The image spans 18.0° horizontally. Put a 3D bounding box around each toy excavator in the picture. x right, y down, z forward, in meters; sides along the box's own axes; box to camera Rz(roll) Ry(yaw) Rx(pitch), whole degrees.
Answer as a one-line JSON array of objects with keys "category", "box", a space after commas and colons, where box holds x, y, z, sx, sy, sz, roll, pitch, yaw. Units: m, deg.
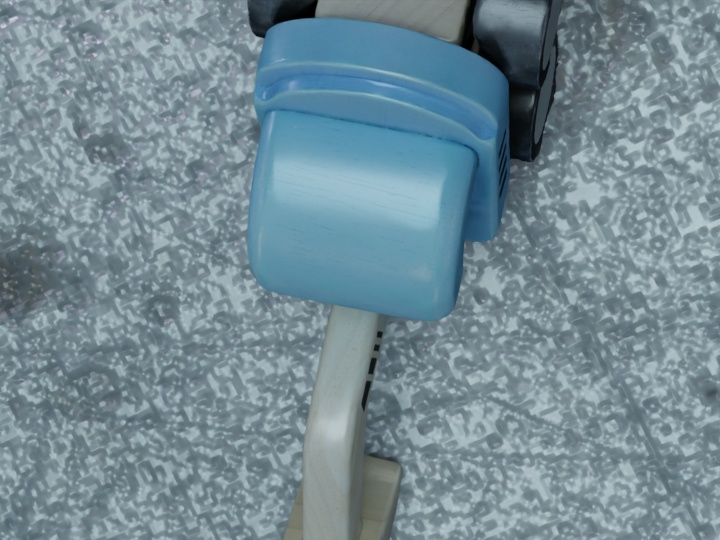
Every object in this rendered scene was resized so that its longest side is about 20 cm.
[{"category": "toy excavator", "box": [0.000, 0.000, 0.783, 0.100, 0.194, 0.200, 13, 72, 8]}]
